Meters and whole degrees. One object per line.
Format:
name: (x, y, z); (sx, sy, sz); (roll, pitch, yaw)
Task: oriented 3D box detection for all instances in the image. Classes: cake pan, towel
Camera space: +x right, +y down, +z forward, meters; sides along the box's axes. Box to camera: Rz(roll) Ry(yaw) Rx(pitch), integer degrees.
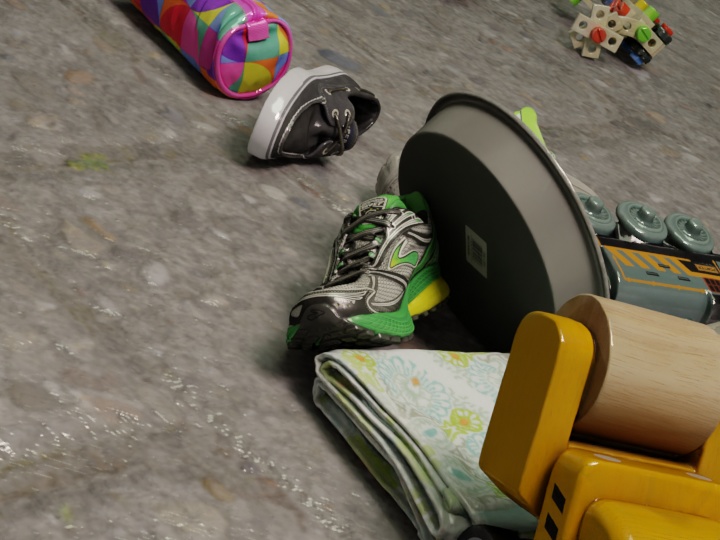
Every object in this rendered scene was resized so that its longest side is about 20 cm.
cake pan: (0.090, -0.022, 1.150); (0.036, 0.202, 0.200); (-28, 49, -22)
towel: (0.084, 0.107, 1.028); (0.198, 0.049, 0.171); (5, 31, -38)

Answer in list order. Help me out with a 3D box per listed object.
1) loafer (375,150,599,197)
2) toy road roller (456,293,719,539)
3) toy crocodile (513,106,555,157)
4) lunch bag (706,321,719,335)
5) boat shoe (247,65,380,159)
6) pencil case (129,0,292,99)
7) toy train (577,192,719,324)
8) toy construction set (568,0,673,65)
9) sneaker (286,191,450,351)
loafer: (0.107, -0.047, 1.356); (0.198, 0.070, 0.070); (5, 34, -23)
toy road roller: (0.140, 0.124, 0.862); (0.122, 0.202, 0.146); (13, 3, -24)
toy crocodile: (0.128, -0.033, 1.264); (0.061, 0.068, 0.202); (12, 51, -19)
lunch bag: (0.294, 0.108, 1.145); (0.198, 0.119, 0.164); (19, 23, 1)
boat shoe: (-0.030, -0.120, 1.378); (0.066, 0.071, 0.200); (26, 16, 9)
pencil case: (-0.138, -0.227, 1.472); (0.088, 0.089, 0.200); (1, 34, -43)
toy train: (0.219, 0.007, 1.334); (0.198, 0.086, 0.115); (9, 37, -31)
toy construction set: (0.305, -0.314, 2.066); (0.131, 0.092, 0.201); (43, 26, -19)
sneaker: (0.000, 0.000, 1.102); (0.077, 0.086, 0.200); (-5, 13, 18)
